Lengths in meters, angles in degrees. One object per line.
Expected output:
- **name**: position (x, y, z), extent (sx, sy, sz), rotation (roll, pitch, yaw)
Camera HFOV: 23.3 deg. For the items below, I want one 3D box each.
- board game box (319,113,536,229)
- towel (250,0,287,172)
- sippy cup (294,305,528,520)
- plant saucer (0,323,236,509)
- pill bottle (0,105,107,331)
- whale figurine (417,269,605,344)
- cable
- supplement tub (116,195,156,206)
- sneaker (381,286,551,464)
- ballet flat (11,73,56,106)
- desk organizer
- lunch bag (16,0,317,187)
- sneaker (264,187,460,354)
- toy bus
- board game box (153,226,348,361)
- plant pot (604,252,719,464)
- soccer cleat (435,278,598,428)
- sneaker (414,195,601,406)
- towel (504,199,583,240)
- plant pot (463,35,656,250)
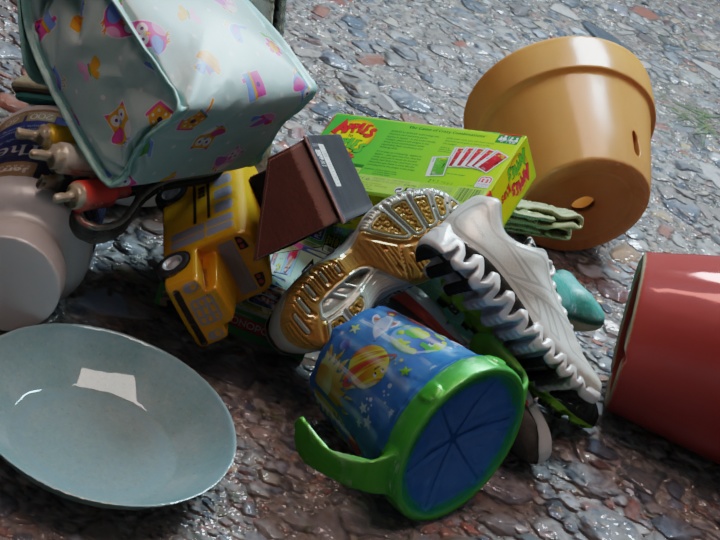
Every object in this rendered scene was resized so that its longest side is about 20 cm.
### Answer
- **board game box**: position (0.043, -0.080, 1.544), extent (0.198, 0.048, 0.102), rotation (10, 47, 31)
- **towel**: position (-0.128, -0.194, 1.610), extent (0.034, 0.202, 0.192), rotation (-8, 27, -30)
- **sippy cup**: position (0.035, 0.099, 1.336), extent (0.130, 0.140, 0.177), rotation (36, 9, 35)
- **plant saucer**: position (-0.188, 0.113, 1.247), extent (0.199, 0.039, 0.202), rotation (18, 29, -10)
- **pill bottle**: position (-0.260, -0.040, 1.375), extent (0.110, 0.112, 0.201), rotation (17, 29, -9)
- **whale figurine**: position (0.137, 0.016, 1.565), extent (0.198, 0.104, 0.159), rotation (-2, 37, -35)
- **cable**: position (-0.166, -0.075, 1.340), extent (0.199, 0.050, 0.098), rotation (-11, 60, -40)
- **supplement tub**: position (-0.194, -0.174, 1.547), extent (0.143, 0.201, 0.145), rotation (18, 27, -9)
- **sneaker**: position (0.069, 0.100, 1.439), extent (0.082, 0.077, 0.200), rotation (-39, 69, -23)
- **ballet flat**: position (-0.188, -0.153, 1.452), extent (0.198, 0.063, 0.067), rotation (11, -4, 1)
- **desk organizer**: position (-0.048, -0.060, 1.395), extent (0.072, 0.076, 0.200), rotation (65, 8, -1)
- **lunch bag**: position (-0.160, -0.173, 1.331), extent (0.170, 0.122, 0.201), rotation (-15, 65, -52)
- **sneaker**: position (0.000, 0.000, 1.422), extent (0.199, 0.088, 0.076), rotation (-32, 90, -27)
- **toy bus**: position (-0.117, -0.027, 1.407), extent (0.078, 0.065, 0.201), rotation (-21, 33, 6)
- **board game box**: position (-0.090, -0.005, 1.521), extent (0.133, 0.029, 0.200), rotation (22, 29, -3)
- **plant pot**: position (0.314, 0.074, 1.523), extent (0.175, 0.202, 0.201), rotation (15, 29, 5)
- **soccer cleat**: position (0.148, 0.054, 1.466), extent (0.200, 0.081, 0.067), rotation (46, -6, -23)
- **sneaker**: position (0.134, 0.026, 1.396), extent (0.200, 0.075, 0.081), rotation (49, 68, -16)
- **towel**: position (0.095, -0.060, 1.634), extent (0.199, 0.037, 0.148), rotation (10, 1, 39)
- **plant pot**: position (0.213, -0.116, 1.771), extent (0.198, 0.201, 0.141), rotation (9, 48, -23)
